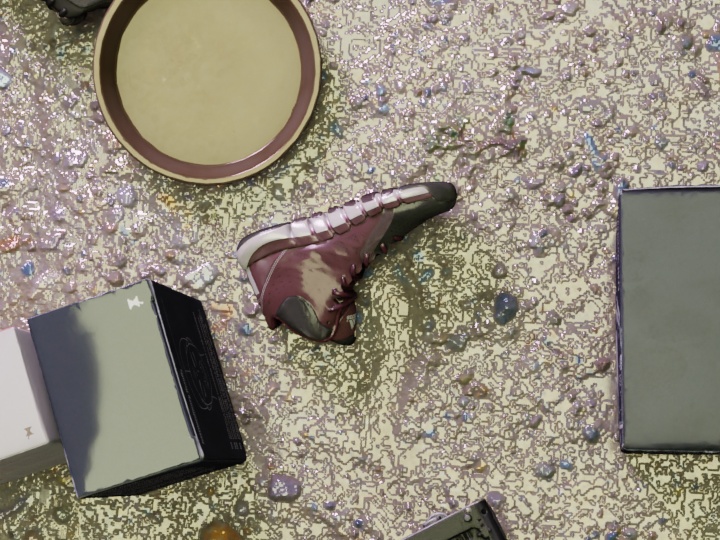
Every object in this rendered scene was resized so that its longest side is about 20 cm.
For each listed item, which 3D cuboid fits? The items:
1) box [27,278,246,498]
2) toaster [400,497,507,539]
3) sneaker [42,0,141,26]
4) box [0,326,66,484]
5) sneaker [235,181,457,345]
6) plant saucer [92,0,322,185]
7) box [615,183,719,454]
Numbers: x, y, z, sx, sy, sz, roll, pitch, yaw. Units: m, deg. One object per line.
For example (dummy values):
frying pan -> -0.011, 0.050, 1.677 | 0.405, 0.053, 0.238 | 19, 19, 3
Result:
box -> -0.177, 0.100, 1.483 | 0.106, 0.200, 0.149 | -18, 82, 4
toaster -> 0.069, 0.305, 1.474 | 0.180, 0.119, 0.201 | -28, 81, 4
sneaker -> -0.269, -0.266, 1.571 | 0.199, 0.071, 0.098 | 14, 103, -24
box -> -0.299, 0.117, 1.495 | 0.124, 0.200, 0.098 | -18, 82, 4
sneaker -> 0.000, 0.000, 1.545 | 0.199, 0.076, 0.116 | -18, 87, 15
plant saucer -> -0.132, -0.175, 1.578 | 0.199, 0.029, 0.201 | 0, 92, -2
box -> 0.264, 0.046, 1.440 | 0.123, 0.197, 0.201 | -1, 83, 6
